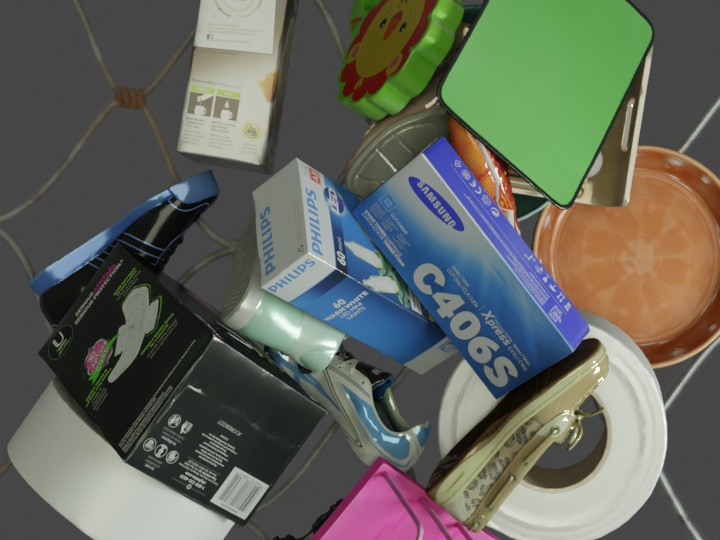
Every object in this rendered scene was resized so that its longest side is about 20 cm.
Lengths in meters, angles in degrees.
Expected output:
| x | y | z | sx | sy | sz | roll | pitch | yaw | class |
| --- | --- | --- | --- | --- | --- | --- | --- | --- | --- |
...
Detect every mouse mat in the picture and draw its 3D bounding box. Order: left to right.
| x | y | z | sx | sy | sz | roll | pitch | yaw | class |
| --- | --- | --- | --- | --- | --- | --- | --- | --- | --- |
| 0.157 | -0.172 | 1.212 | 0.160 | 0.008 | 0.201 | 38 | 69 | -22 | mouse mat |

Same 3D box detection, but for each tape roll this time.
| x | y | z | sx | sy | sz | roll | pitch | yaw | class |
| --- | --- | --- | --- | --- | --- | --- | --- | --- | --- |
| -0.202 | 0.177 | 1.255 | 0.201 | 0.202 | 0.071 | 36 | 90 | 0 | tape roll |
| 0.168 | 0.136 | 1.294 | 0.199 | 0.071 | 0.206 | 1 | 98 | 8 | tape roll |

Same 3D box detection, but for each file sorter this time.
| x | y | z | sx | sy | sz | roll | pitch | yaw | class |
| --- | --- | --- | --- | --- | --- | --- | --- | --- | --- |
| 0.060 | 0.287 | 1.246 | 0.199 | 0.126 | 0.139 | 37 | 96 | -27 | file sorter |

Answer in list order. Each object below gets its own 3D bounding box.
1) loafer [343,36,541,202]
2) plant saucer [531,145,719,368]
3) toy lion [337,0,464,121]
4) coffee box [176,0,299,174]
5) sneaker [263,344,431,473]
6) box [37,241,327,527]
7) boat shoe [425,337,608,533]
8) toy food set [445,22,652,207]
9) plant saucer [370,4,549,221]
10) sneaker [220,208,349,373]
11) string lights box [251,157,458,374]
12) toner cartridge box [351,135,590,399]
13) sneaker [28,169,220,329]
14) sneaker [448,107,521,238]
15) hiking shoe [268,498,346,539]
| x | y | z | sx | sy | sz | roll | pitch | yaw | class |
| --- | --- | --- | --- | --- | --- | --- | --- | --- | --- |
| 0.065 | -0.135 | 1.253 | 0.199 | 0.063 | 0.072 | -38 | 128 | 10 | loafer |
| 0.254 | -0.012 | 1.340 | 0.197 | 0.032 | 0.204 | 0 | 90 | 0 | plant saucer |
| 0.039 | -0.224 | 1.265 | 0.068 | 0.200 | 0.193 | 30 | 98 | -25 | toy lion |
| -0.104 | -0.194 | 1.300 | 0.079 | 0.114 | 0.203 | 9 | 90 | 0 | coffee box |
| -0.016 | 0.095 | 1.303 | 0.200 | 0.072 | 0.073 | 45 | 103 | 16 | sneaker |
| -0.153 | 0.093 | 1.235 | 0.125 | 0.200 | 0.148 | -52 | 130 | 0 | box |
| 0.140 | 0.136 | 1.224 | 0.063 | 0.073 | 0.200 | 43 | 112 | -5 | boat shoe |
| 0.146 | -0.141 | 1.285 | 0.197 | 0.060 | 0.146 | 9 | 89 | 3 | toy food set |
| 0.107 | -0.138 | 1.335 | 0.197 | 0.036 | 0.203 | 0 | 89 | 4 | plant saucer |
| -0.050 | 0.004 | 1.292 | 0.118 | 0.202 | 0.074 | 35 | 130 | -19 | sneaker |
| 0.000 | 0.000 | 1.239 | 0.059 | 0.199 | 0.104 | -33 | 46 | 29 | string lights box |
| 0.090 | -0.001 | 1.202 | 0.095 | 0.043 | 0.201 | -37 | 92 | 38 | toner cartridge box |
| -0.200 | -0.011 | 1.325 | 0.199 | 0.070 | 0.078 | -33 | 94 | 6 | sneaker |
| 0.095 | -0.054 | 1.246 | 0.076 | 0.074 | 0.202 | -9 | 131 | 7 | sneaker |
| -0.012 | 0.263 | 1.329 | 0.198 | 0.075 | 0.088 | -23 | 115 | -2 | hiking shoe |
